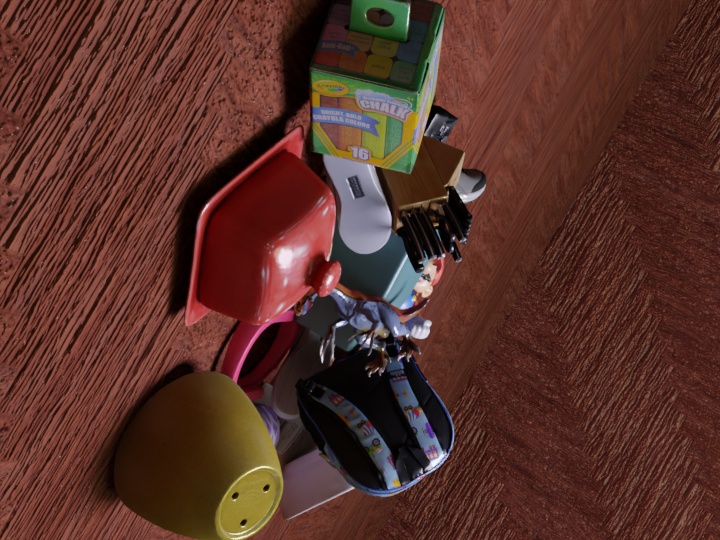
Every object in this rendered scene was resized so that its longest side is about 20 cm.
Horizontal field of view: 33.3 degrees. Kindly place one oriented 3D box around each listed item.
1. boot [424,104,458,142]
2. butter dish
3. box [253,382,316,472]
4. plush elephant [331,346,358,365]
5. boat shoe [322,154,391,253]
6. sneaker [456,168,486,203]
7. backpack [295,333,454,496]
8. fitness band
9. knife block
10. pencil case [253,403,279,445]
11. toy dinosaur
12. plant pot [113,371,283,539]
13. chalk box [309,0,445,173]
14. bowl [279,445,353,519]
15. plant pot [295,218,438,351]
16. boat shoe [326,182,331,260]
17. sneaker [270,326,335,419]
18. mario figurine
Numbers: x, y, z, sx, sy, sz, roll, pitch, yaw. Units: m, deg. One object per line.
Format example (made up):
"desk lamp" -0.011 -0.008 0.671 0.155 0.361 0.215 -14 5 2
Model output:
"boot" 0.087 -0.155 1.837 0.202 0.065 0.165 -67 166 11
"butter dish" -0.088 -0.023 1.344 0.200 0.147 0.201 -46 161 -42
"box" -0.126 0.261 1.861 0.078 0.094 0.201 -51 162 -21
"plush elephant" -0.037 0.177 1.891 0.153 0.202 0.165 -13 164 -32
"boat shoe" -0.005 -0.109 1.516 0.066 0.073 0.201 -99 179 -46
"sneaker" 0.110 -0.143 1.740 0.198 0.074 0.080 1 111 -39
"backpack" 0.027 0.215 1.634 0.181 0.201 0.135 -27 151 -16
"fitness band" -0.139 0.110 1.650 0.145 0.037 0.200 -64 166 7
"knife block" 0.055 -0.091 1.539 0.177 0.198 0.064 -59 168 -32
"pencil case" -0.179 0.230 1.661 0.085 0.085 0.200 -26 169 15
"toy dinosaur" -0.009 0.056 1.547 0.104 0.182 0.201 -20 -148 29
"plant pot" -0.175 0.243 1.447 0.199 0.141 0.202 -25 130 -34
"chalk box" 0.017 -0.219 1.305 0.201 0.123 0.125 90 15 -62
"bowl" -0.022 0.282 1.793 0.199 0.075 0.199 -31 175 40
"plant pot" 0.000 0.000 1.670 0.202 0.140 0.141 -63 164 10
"boat shoe" -0.070 -0.028 1.539 0.201 0.069 0.074 -52 163 -27
"sneaker" -0.079 0.140 1.767 0.201 0.073 0.071 -62 -173 -36
"mario figurine" 0.064 0.026 1.815 0.200 0.105 0.124 -50 135 -29
